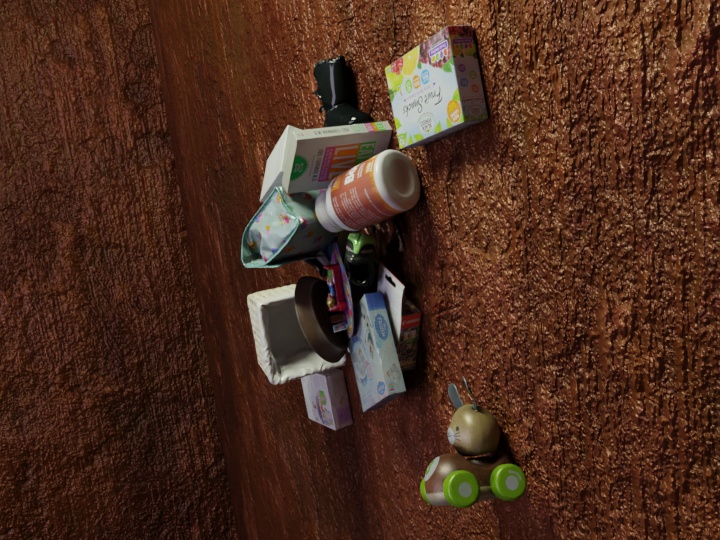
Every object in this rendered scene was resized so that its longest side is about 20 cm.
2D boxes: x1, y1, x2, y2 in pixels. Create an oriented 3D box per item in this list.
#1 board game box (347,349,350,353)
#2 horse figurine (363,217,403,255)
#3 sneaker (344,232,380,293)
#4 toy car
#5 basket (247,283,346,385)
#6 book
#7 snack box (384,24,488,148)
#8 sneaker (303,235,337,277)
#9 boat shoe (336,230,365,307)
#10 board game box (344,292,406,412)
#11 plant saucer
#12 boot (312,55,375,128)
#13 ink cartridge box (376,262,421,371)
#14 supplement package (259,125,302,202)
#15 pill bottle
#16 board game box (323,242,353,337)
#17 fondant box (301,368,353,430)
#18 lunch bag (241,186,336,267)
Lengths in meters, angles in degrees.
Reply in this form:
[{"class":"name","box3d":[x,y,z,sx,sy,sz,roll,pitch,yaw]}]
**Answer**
[{"class":"board game box","box3d":[-0.030,0.122,1.589,0.200,0.034,0.128,36,133,56]},{"class":"horse figurine","box3d":[0.029,-0.096,1.350,0.199,0.049,0.134,0,106,67]},{"class":"sneaker","box3d":[0.000,0.000,1.336,0.201,0.076,0.085,68,-144,-60]},{"class":"toy car","box3d":[0.174,0.285,1.117,0.164,0.155,0.203,121,143,-69]},{"class":"basket","box3d":[-0.160,0.142,1.602,0.160,0.197,0.201,-166,66,-66]},{"class":"book","box3d":[-0.046,-0.220,1.274,0.048,0.197,0.134,62,151,30]},{"class":"snack box","box3d":[0.117,-0.288,1.071,0.199,0.052,0.144,-6,97,65]},{"class":"sneaker","box3d":[-0.086,-0.072,1.525,0.080,0.114,0.203,-14,88,64]},{"class":"boat shoe","box3d":[-0.016,-0.014,1.470,0.072,0.064,0.203,-67,-25,-72]},{"class":"board game box","box3d":[0.024,0.171,1.357,0.200,0.043,0.202,125,135,-65]},{"class":"plant saucer","box3d":[-0.074,0.101,1.453,0.034,0.200,0.203,-22,77,22]},{"class":"boot","box3d":[-0.036,-0.352,1.353,0.198,0.072,0.165,-171,74,-65]},{"class":"ink cartridge box","box3d":[0.075,0.091,1.335,0.109,0.050,0.203,-133,40,-51]},{"class":"supplement package","box3d":[-0.151,-0.232,1.554,0.200,0.115,0.119,147,133,-63]},{"class":"pill bottle","box3d":[0.007,-0.139,1.239,0.199,0.111,0.114,-19,83,45]},{"class":"board game box","box3d":[-0.056,0.042,1.398,0.159,0.038,0.202,94,163,-49]},{"class":"fondant box","box3d":[-0.096,0.338,1.800,0.199,0.057,0.147,-5,97,66]},{"class":"lunch bag","box3d":[-0.140,-0.078,1.375,0.123,0.169,0.200,53,127,17]}]
